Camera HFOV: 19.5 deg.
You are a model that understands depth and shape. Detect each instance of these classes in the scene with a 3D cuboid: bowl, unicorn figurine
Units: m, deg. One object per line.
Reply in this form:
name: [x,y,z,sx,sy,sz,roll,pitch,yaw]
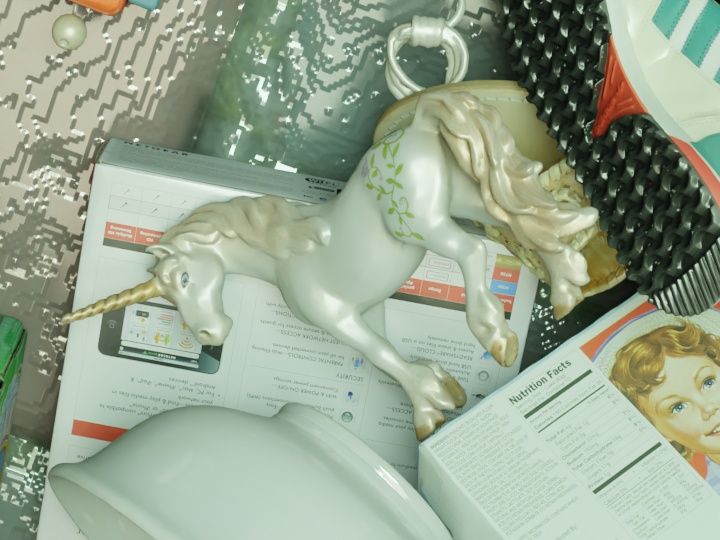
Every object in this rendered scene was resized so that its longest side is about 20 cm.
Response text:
bowl: [-0.024,0.119,0.844,0.201,0.201,0.090,47,72,-12]
unicorn figurine: [0.000,0.000,0.844,0.138,0.074,0.200,48,114,4]

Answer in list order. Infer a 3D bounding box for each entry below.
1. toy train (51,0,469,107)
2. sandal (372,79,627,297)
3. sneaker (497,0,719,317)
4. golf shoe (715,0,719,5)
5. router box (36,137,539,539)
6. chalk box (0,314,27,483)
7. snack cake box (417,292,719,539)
toy train: [-0.040,-0.149,0.876,0.198,0.056,0.152,16,107,-3]
sandal: [0.099,-0.019,0.844,0.210,0.070,0.078,10,144,10]
sneaker: [0.124,-0.072,0.811,0.093,0.201,0.071,-4,146,-29]
golf shoe: [0.155,-0.144,0.879,0.199,0.077,0.088,35,75,-6]
router box: [-0.033,0.050,0.930,0.198,0.049,0.181,11,105,-4]
chalk box: [-0.217,0.078,0.896,0.123,0.124,0.202,10,105,-4]
snack cake box: [0.133,0.073,0.862,0.199,0.067,0.115,-32,62,-21]
